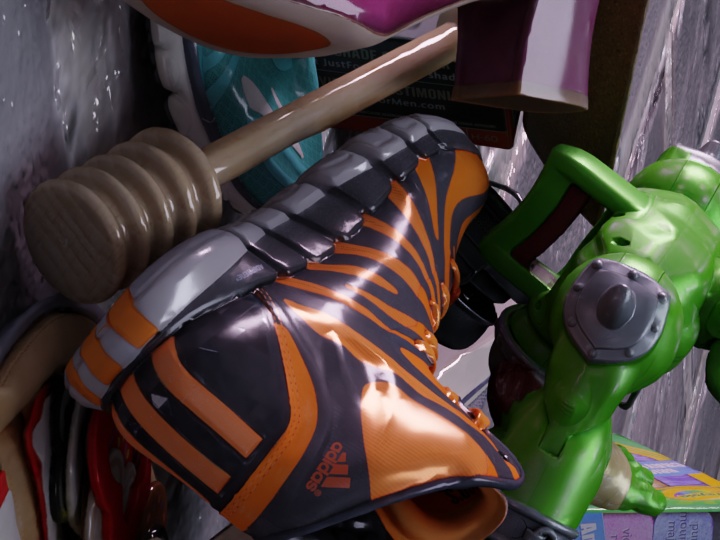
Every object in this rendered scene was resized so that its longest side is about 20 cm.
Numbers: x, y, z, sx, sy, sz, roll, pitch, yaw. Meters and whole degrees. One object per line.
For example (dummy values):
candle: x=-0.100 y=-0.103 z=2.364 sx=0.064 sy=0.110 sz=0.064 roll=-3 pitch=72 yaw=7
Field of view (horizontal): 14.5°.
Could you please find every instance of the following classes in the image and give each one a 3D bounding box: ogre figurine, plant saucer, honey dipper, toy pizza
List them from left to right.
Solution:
toy pizza: x=-0.086 y=0.107 z=0.806 sx=0.200 sy=0.032 sz=0.201 roll=6 pitch=90 yaw=-77
honey dipper: x=-0.021 y=-0.045 z=0.847 sx=0.200 sy=0.038 sz=0.038 roll=-33 pitch=131 yaw=-45
ogre figurine: x=0.073 y=0.030 z=0.889 sx=0.200 sy=0.098 sz=0.120 roll=-17 pitch=138 yaw=-54
plant saucer: x=0.087 y=-0.115 z=0.974 sx=0.200 sy=0.035 sz=0.201 roll=12 pitch=90 yaw=-86

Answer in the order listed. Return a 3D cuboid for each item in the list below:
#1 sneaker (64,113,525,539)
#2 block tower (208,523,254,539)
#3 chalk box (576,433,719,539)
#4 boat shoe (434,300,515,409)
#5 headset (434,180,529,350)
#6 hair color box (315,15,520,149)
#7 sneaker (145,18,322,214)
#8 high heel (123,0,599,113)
sneaker: x=0.005 y=0.030 z=0.818 sx=0.078 sy=0.112 sz=0.200 roll=-51 pitch=171 yaw=36
block tower: x=-0.013 y=0.090 z=0.874 sx=0.054 sy=0.058 sz=0.200 roll=52 pitch=15 yaw=3
chalk box: x=0.095 y=0.147 z=1.209 sx=0.200 sy=0.123 sz=0.125 roll=-157 pitch=-109 yaw=-69
boat shoe: x=0.007 y=0.073 z=1.126 sx=0.200 sy=0.074 sz=0.093 roll=-47 pitch=148 yaw=-56
headset: x=0.000 y=0.000 z=0.986 sx=0.123 sy=0.094 sz=0.200 roll=-41 pitch=179 yaw=32
hair color box: x=0.022 y=-0.145 z=1.005 sx=0.061 sy=0.101 sz=0.201 roll=79 pitch=22 yaw=-56
sneaker: x=-0.022 y=-0.108 z=0.878 sx=0.078 sy=0.079 sz=0.201 roll=-58 pitch=152 yaw=-62
high heel: x=0.002 y=-0.107 z=0.818 sx=0.200 sy=0.067 sz=0.097 roll=11 pitch=82 yaw=-51
